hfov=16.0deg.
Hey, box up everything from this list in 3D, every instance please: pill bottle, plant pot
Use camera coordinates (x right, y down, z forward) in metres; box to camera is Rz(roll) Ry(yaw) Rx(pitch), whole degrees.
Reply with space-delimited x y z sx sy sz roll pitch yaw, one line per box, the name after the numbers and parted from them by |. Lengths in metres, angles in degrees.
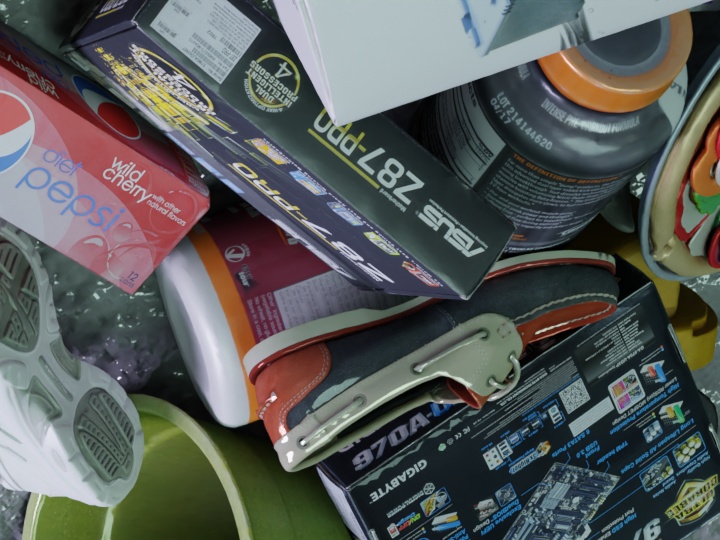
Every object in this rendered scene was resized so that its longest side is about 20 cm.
0.092 -0.079 1.229 0.106 0.107 0.200 -12 164 -20 | pill bottle
-0.055 0.168 1.421 0.189 0.200 0.201 2 126 -43 | plant pot
0.000 0.000 1.350 0.199 0.110 0.110 -21 133 -13 | pill bottle

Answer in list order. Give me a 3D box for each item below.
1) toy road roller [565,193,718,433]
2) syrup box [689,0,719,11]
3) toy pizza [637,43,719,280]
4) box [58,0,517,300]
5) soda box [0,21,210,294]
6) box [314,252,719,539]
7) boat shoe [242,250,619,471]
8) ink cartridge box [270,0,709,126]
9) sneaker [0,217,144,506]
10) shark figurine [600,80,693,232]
0.106 0.033 1.433 0.199 0.123 0.147 -5 113 -26 | toy road roller
0.091 -0.178 1.277 0.199 0.079 0.082 -4 126 -26 | syrup box
0.221 -0.074 1.346 0.200 0.032 0.201 -37 149 -27 | toy pizza
-0.037 -0.065 1.196 0.200 0.161 0.049 39 81 -16 | box
-0.166 -0.068 1.239 0.070 0.064 0.200 -47 132 12 | soda box
0.092 0.110 1.355 0.199 0.046 0.160 -34 122 -11 | box
0.042 0.043 1.274 0.199 0.063 0.071 -17 157 -13 | boat shoe
0.054 -0.159 1.086 0.199 0.147 0.086 -20 128 -5 | ink cartridge box
-0.198 0.048 1.308 0.099 0.078 0.201 -10 121 30 | sneaker
0.183 -0.098 1.353 0.213 0.089 0.129 -20 95 -6 | shark figurine
